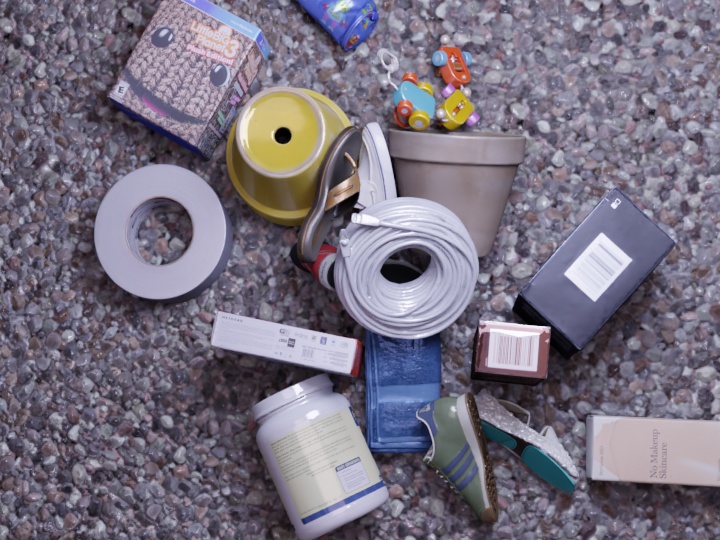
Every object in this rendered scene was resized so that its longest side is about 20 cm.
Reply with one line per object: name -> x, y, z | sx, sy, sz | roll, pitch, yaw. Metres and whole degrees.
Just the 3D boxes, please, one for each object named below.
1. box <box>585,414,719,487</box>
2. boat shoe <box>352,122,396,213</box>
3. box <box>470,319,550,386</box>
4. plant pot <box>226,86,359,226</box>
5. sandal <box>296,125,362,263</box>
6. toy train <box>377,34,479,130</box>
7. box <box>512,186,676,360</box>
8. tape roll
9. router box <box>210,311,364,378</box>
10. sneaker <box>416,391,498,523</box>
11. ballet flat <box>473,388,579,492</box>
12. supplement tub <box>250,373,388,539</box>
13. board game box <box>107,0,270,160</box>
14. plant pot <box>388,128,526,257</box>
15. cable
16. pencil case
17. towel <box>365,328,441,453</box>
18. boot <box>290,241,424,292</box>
box -> 0.422, 0.255, 1.689 | 0.197, 0.078, 0.096 | 1, 83, 4
boat shoe -> 0.012, -0.114, 1.730 | 0.069, 0.071, 0.202 | -12, 120, -8
box -> 0.207, 0.117, 1.660 | 0.099, 0.200, 0.076 | 5, 80, 4
plant pot -> -0.104, -0.177, 1.725 | 0.198, 0.189, 0.204 | 0, 83, 4
sandal -> -0.032, -0.100, 1.657 | 0.054, 0.082, 0.202 | 18, 80, 18
toy train -> 0.098, -0.267, 1.748 | 0.056, 0.199, 0.152 | -36, 73, 44
box -> 0.321, 0.010, 1.666 | 0.117, 0.200, 0.197 | 43, 87, 9
tape roll -> -0.293, -0.054, 1.784 | 0.198, 0.066, 0.203 | 0, 83, 3
router box -> -0.099, 0.108, 1.692 | 0.197, 0.180, 0.049 | 11, 84, 4
sneaker -> 0.135, 0.269, 1.697 | 0.089, 0.067, 0.202 | -10, 109, 16
ballet flat -> 0.239, 0.236, 1.713 | 0.199, 0.072, 0.072 | 34, 86, 7
supplement tub -> -0.061, 0.263, 1.687 | 0.144, 0.145, 0.202 | -25, 82, 0
board game box -> -0.256, -0.298, 1.797 | 0.158, 0.097, 0.201 | 28, 85, 7
plant pot -> 0.135, -0.112, 1.715 | 0.197, 0.200, 0.176 | 2, 99, 4
cable -> 0.061, -0.002, 1.633 | 0.197, 0.069, 0.202 | -1, 120, -8
pencil case -> -0.057, -0.429, 1.809 | 0.087, 0.078, 0.200 | -45, 82, 20
towel -> 0.062, 0.162, 1.724 | 0.110, 0.049, 0.203 | 0, 93, 2
boot -> 0.000, 0.000, 1.756 | 0.198, 0.144, 0.073 | 15, 97, -31
